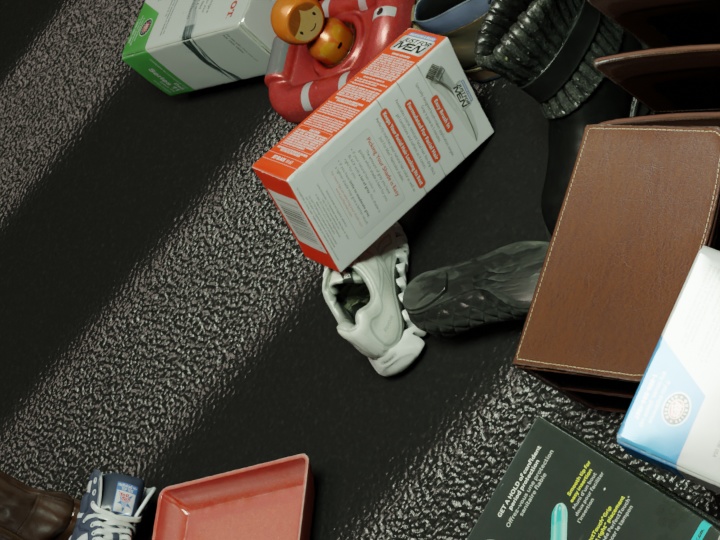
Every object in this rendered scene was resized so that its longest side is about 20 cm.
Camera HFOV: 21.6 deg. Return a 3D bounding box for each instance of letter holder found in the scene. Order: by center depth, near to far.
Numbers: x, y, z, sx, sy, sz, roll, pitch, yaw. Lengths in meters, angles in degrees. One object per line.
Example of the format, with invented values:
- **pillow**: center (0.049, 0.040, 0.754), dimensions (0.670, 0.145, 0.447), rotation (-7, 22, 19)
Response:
- **letter holder**: center (0.225, 0.001, 1.420), dimensions (0.142, 0.100, 0.200), rotation (4, 71, 46)
- **letter holder**: center (0.269, -0.152, 1.440), dimensions (0.200, 0.142, 0.101), rotation (2, 69, 47)

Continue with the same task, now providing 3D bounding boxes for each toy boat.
- **toy boat**: center (-0.032, -0.225, 1.818), dimensions (0.200, 0.131, 0.131), rotation (-11, 60, 44)

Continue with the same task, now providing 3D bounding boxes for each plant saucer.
- **plant saucer**: center (-0.116, 0.277, 1.679), dimensions (0.200, 0.037, 0.200), rotation (-19, 55, 41)

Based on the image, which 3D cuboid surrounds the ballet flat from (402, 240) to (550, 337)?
- **ballet flat**: center (0.122, 0.017, 1.570), dimensions (0.200, 0.057, 0.067), rotation (-9, 57, 42)

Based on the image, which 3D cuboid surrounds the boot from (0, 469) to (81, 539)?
- **boot**: center (-0.398, 0.253, 1.868), dimensions (0.186, 0.200, 0.064), rotation (-45, 41, 18)

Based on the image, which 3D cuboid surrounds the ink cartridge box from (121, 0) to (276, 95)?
- **ink cartridge box**: center (-0.141, -0.276, 1.993), dimensions (0.200, 0.083, 0.147), rotation (-5, 55, 46)

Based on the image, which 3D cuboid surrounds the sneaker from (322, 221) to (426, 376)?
- **sneaker**: center (0.000, 0.000, 1.690), dimensions (0.075, 0.081, 0.200), rotation (-42, 41, 24)

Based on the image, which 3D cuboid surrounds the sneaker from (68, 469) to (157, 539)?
- **sneaker**: center (-0.230, 0.255, 1.747), dimensions (0.109, 0.070, 0.200), rotation (-67, 19, 9)

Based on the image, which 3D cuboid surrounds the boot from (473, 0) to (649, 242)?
- **boot**: center (0.157, -0.133, 1.536), dimensions (0.079, 0.158, 0.212), rotation (-4, 65, 46)

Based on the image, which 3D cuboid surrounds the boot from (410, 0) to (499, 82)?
- **boot**: center (0.140, -0.237, 1.666), dimensions (0.200, 0.097, 0.075), rotation (-27, 50, 35)

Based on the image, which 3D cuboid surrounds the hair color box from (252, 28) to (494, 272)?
- **hair color box**: center (0.013, -0.108, 1.659), dimensions (0.200, 0.111, 0.064), rotation (-42, 35, -17)

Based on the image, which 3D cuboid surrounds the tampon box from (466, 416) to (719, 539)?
- **tampon box**: center (0.185, 0.222, 1.317), dimensions (0.200, 0.126, 0.150), rotation (31, 91, 52)

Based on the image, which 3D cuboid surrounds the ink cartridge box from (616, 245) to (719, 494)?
- **ink cartridge box**: center (0.293, 0.092, 1.250), dimensions (0.200, 0.086, 0.147), rotation (23, 84, 21)
